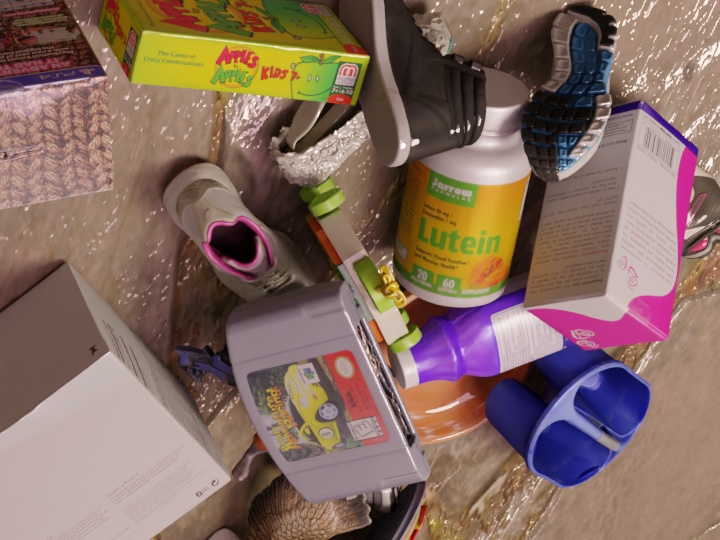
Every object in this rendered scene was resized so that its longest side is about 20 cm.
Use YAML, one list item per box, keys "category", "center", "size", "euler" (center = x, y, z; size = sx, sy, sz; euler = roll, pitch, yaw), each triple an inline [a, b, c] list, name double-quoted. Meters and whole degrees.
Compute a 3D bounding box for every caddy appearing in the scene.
- category: "caddy"
  center: [0.217, 0.144, 1.853]
  size: [0.142, 0.105, 0.200]
  euler: [-51, 147, 4]

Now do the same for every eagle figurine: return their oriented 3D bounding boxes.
- category: "eagle figurine"
  center: [-0.067, 0.288, 1.802]
  size: [0.151, 0.152, 0.200]
  euler: [-34, 170, -21]

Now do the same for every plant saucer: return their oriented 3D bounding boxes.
- category: "plant saucer"
  center: [0.081, 0.082, 1.822]
  size: [0.199, 0.037, 0.201]
  euler: [-12, 126, -17]

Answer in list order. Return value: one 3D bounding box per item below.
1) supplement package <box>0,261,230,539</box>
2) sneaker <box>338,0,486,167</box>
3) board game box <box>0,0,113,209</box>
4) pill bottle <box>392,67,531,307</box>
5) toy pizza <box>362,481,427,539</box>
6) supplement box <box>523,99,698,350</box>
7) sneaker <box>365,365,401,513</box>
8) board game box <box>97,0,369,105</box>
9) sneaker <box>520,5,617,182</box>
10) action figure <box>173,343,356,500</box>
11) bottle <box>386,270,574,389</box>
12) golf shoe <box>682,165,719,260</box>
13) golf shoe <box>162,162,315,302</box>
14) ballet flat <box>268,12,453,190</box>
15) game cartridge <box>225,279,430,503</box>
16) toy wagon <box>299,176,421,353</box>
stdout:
- category: "supplement package"
  center: [-0.260, 0.144, 1.628]
  size: [0.191, 0.147, 0.200]
  euler: [-36, 130, 1]
- category: "sneaker"
  center: [0.046, -0.181, 1.542]
  size: [0.099, 0.201, 0.071]
  euler: [-4, 158, -25]
- category: "board game box"
  center: [-0.289, -0.137, 1.389]
  size: [0.159, 0.200, 0.097]
  euler: [-11, 126, -18]
- category: "pill bottle"
  center: [0.096, -0.078, 1.672]
  size: [0.110, 0.111, 0.201]
  euler: [-5, 124, -22]
- category: "toy pizza"
  center: [0.015, 0.299, 1.849]
  size: [0.032, 0.200, 0.201]
  euler: [35, 106, -2]
- category: "supplement box"
  center: [0.234, -0.040, 1.702]
  size: [0.103, 0.201, 0.101]
  euler: [-11, 146, 42]
- category: "sneaker"
  center: [-0.022, 0.162, 1.779]
  size: [0.115, 0.075, 0.201]
  euler: [6, 135, 11]
- category: "board game box"
  center: [-0.104, -0.187, 1.507]
  size: [0.199, 0.102, 0.048]
  euler: [3, 121, -27]
- category: "sneaker"
  center: [0.192, -0.141, 1.641]
  size: [0.075, 0.201, 0.087]
  euler: [10, 139, 14]
- category: "action figure"
  center: [-0.069, 0.105, 1.690]
  size: [0.199, 0.105, 0.194]
  euler: [17, 119, 8]
- category: "bottle"
  center: [0.124, 0.058, 1.760]
  size: [0.199, 0.065, 0.084]
  euler: [-21, 124, -12]
- category: "golf shoe"
  center: [0.283, -0.023, 1.838]
  size: [0.200, 0.077, 0.088]
  euler: [-40, 110, 1]
- category: "golf shoe"
  center: [-0.099, -0.009, 1.640]
  size: [0.075, 0.092, 0.200]
  euler: [-42, 131, 5]
- category: "ballet flat"
  center: [-0.002, -0.153, 1.595]
  size: [0.200, 0.072, 0.072]
  euler: [-47, 129, 8]
- category: "game cartridge"
  center: [-0.034, 0.111, 1.602]
  size: [0.132, 0.041, 0.201]
  euler: [-14, 113, 27]
- category: "toy wagon"
  center: [0.000, 0.000, 1.617]
  size: [0.039, 0.200, 0.156]
  euler: [-30, 104, -1]
